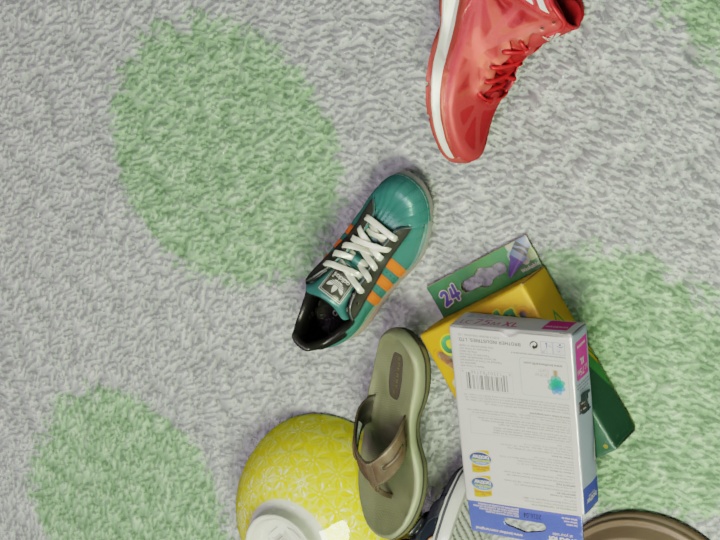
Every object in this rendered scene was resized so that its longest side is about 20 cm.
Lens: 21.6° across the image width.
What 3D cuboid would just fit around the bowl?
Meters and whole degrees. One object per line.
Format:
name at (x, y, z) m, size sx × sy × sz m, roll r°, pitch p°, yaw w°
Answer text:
bowl at (-0.051, 0.251, 1.845) m, size 0.199 × 0.108 × 0.202 m, roll 12°, pitch 114°, yaw 28°

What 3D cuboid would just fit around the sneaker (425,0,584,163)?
sneaker at (0.122, -0.179, 1.583) m, size 0.115 × 0.078 × 0.202 m, roll 13°, pitch 117°, yaw 29°

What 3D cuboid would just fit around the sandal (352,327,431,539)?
sandal at (0.019, 0.151, 1.741) m, size 0.079 × 0.057 × 0.203 m, roll 18°, pitch 112°, yaw 42°

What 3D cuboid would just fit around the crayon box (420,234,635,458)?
crayon box at (0.141, 0.086, 1.693) m, size 0.125 × 0.051 × 0.201 m, roll -29°, pitch 92°, yaw 36°

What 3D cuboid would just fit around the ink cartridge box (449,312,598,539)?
ink cartridge box at (0.145, 0.140, 1.655) m, size 0.118 × 0.042 × 0.202 m, roll 4°, pitch 109°, yaw 30°

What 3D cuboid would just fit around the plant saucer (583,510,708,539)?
plant saucer at (0.262, 0.316, 1.723) m, size 0.198 × 0.029 × 0.202 m, roll 12°, pitch 114°, yaw 27°

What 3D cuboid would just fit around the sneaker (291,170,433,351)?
sneaker at (0.000, 0.000, 1.727) m, size 0.071 × 0.080 × 0.201 m, roll 38°, pitch 124°, yaw 14°

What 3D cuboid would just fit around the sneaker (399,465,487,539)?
sneaker at (0.064, 0.271, 1.777) m, size 0.079 × 0.078 × 0.202 m, roll 18°, pitch 94°, yaw 35°
